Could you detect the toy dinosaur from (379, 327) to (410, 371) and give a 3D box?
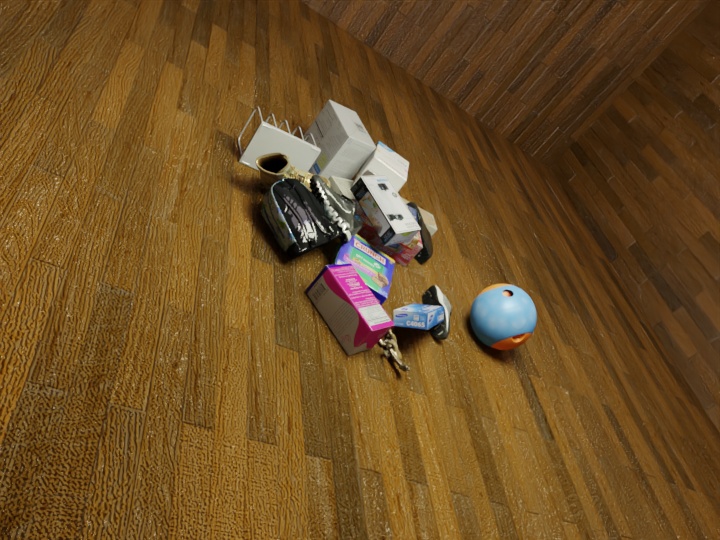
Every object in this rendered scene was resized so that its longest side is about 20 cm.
[{"bbox_3d":[0.075,0.181,1.518,0.101,0.058,0.201,43,22,-31],"label":"toy dinosaur"}]

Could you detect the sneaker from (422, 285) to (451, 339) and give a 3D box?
[{"bbox_3d":[0.240,0.127,1.745,0.079,0.074,0.201,33,31,-24],"label":"sneaker"}]

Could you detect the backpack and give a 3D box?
[{"bbox_3d":[-0.172,-0.142,1.545,0.163,0.153,0.201,-29,94,-37],"label":"backpack"}]

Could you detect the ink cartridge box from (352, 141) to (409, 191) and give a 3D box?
[{"bbox_3d":[0.065,-0.300,1.886,0.128,0.125,0.200,34,27,-10],"label":"ink cartridge box"}]

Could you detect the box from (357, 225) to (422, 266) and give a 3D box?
[{"bbox_3d":[0.086,-0.113,1.848,0.199,0.095,0.103,26,35,-24],"label":"box"}]

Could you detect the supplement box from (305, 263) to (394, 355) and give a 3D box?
[{"bbox_3d":[-0.027,0.092,1.450,0.103,0.101,0.201,-5,54,-52],"label":"supplement box"}]

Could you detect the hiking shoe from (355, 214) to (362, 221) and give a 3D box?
[{"bbox_3d":[-0.090,-0.159,1.646,0.198,0.087,0.075,7,35,-4],"label":"hiking shoe"}]

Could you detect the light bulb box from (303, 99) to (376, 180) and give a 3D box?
[{"bbox_3d":[-0.083,-0.400,1.921,0.124,0.200,0.199,13,40,-41],"label":"light bulb box"}]

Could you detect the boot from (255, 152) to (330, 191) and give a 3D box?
[{"bbox_3d":[-0.181,-0.259,1.611,0.198,0.156,0.073,11,78,0],"label":"boot"}]

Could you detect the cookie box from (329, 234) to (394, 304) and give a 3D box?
[{"bbox_3d":[0.000,0.000,1.624,0.170,0.075,0.200,34,30,-10],"label":"cookie box"}]

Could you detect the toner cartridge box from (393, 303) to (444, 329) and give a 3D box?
[{"bbox_3d":[0.159,0.121,1.589,0.094,0.044,0.200,4,3,19],"label":"toner cartridge box"}]

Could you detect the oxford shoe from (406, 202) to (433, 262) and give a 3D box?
[{"bbox_3d":[0.191,-0.130,1.972,0.084,0.072,0.202,-26,104,-58],"label":"oxford shoe"}]

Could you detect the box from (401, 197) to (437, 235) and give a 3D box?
[{"bbox_3d":[0.159,-0.180,2.039,0.199,0.078,0.095,24,34,-27],"label":"box"}]

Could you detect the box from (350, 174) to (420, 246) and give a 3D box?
[{"bbox_3d":[0.071,-0.172,1.674,0.116,0.060,0.201,-11,65,-46],"label":"box"}]

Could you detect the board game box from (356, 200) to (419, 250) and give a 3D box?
[{"bbox_3d":[0.082,-0.165,1.770,0.199,0.046,0.152,27,38,-22],"label":"board game box"}]

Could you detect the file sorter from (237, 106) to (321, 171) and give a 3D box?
[{"bbox_3d":[-0.245,-0.371,1.761,0.199,0.139,0.125,20,33,-32],"label":"file sorter"}]

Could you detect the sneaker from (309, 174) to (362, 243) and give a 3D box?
[{"bbox_3d":[-0.061,-0.176,1.596,0.090,0.066,0.201,-33,93,-23],"label":"sneaker"}]

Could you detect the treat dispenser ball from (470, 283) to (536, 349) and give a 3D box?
[{"bbox_3d":[0.437,0.141,1.822,0.200,0.201,0.202,29,32,-20],"label":"treat dispenser ball"}]

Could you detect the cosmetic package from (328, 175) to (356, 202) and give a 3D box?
[{"bbox_3d":[-0.021,-0.231,1.901,0.199,0.073,0.104,5,45,-46],"label":"cosmetic package"}]
